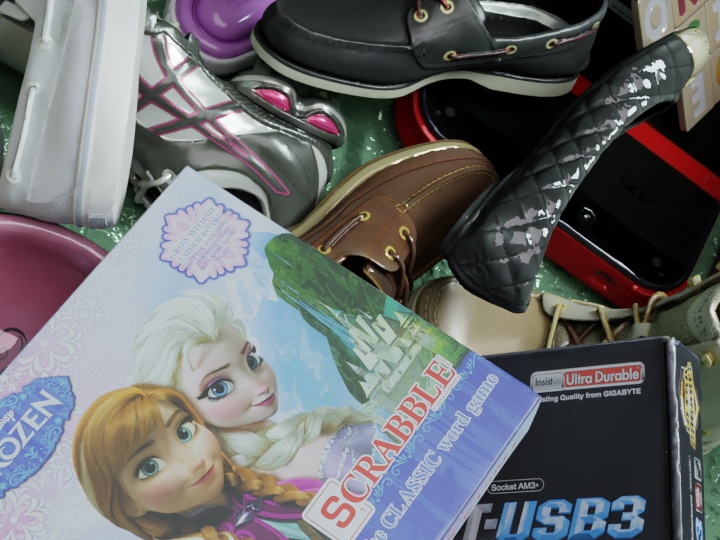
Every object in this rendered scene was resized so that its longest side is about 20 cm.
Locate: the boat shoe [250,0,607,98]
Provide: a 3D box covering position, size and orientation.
[{"bbox_3d":[0.038,-0.133,0.888,0.200,0.063,0.074,-3,48,-26],"label":"boat shoe"}]

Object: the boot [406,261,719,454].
[{"bbox_3d":[0.136,0.035,0.863,0.199,0.155,0.072,21,66,-15],"label":"boot"}]

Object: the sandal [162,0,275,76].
[{"bbox_3d":[-0.024,-0.178,0.929,0.082,0.050,0.203,44,64,-3],"label":"sandal"}]

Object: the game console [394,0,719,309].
[{"bbox_3d":[0.131,-0.089,0.975,0.200,0.031,0.177,35,59,-8],"label":"game console"}]

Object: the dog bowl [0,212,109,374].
[{"bbox_3d":[-0.172,0.062,0.785,0.199,0.074,0.201,6,72,-18],"label":"dog bowl"}]

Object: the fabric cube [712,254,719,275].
[{"bbox_3d":[0.334,-0.021,0.933,0.196,0.200,0.200,29,64,-10],"label":"fabric cube"}]

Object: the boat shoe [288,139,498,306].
[{"bbox_3d":[0.000,0.000,0.857,0.200,0.072,0.067,-30,43,-26],"label":"boat shoe"}]

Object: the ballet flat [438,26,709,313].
[{"bbox_3d":[0.119,-0.055,0.871,0.057,0.066,0.200,43,70,7],"label":"ballet flat"}]

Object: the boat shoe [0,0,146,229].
[{"bbox_3d":[-0.136,-0.121,0.788,0.068,0.072,0.201,5,90,-5],"label":"boat shoe"}]

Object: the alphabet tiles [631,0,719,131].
[{"bbox_3d":[0.212,-0.184,0.966,0.200,0.008,0.168,-41,131,-36],"label":"alphabet tiles"}]

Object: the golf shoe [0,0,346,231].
[{"bbox_3d":[-0.106,-0.079,0.855,0.199,0.077,0.088,22,72,-13],"label":"golf shoe"}]

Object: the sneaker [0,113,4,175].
[{"bbox_3d":[-0.221,-0.123,0.797,0.078,0.099,0.201,-16,70,-24],"label":"sneaker"}]

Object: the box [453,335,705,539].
[{"bbox_3d":[0.064,0.140,0.795,0.050,0.199,0.200,30,58,-58],"label":"box"}]

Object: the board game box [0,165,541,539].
[{"bbox_3d":[-0.057,0.081,0.727,0.199,0.041,0.200,32,63,12],"label":"board game box"}]
